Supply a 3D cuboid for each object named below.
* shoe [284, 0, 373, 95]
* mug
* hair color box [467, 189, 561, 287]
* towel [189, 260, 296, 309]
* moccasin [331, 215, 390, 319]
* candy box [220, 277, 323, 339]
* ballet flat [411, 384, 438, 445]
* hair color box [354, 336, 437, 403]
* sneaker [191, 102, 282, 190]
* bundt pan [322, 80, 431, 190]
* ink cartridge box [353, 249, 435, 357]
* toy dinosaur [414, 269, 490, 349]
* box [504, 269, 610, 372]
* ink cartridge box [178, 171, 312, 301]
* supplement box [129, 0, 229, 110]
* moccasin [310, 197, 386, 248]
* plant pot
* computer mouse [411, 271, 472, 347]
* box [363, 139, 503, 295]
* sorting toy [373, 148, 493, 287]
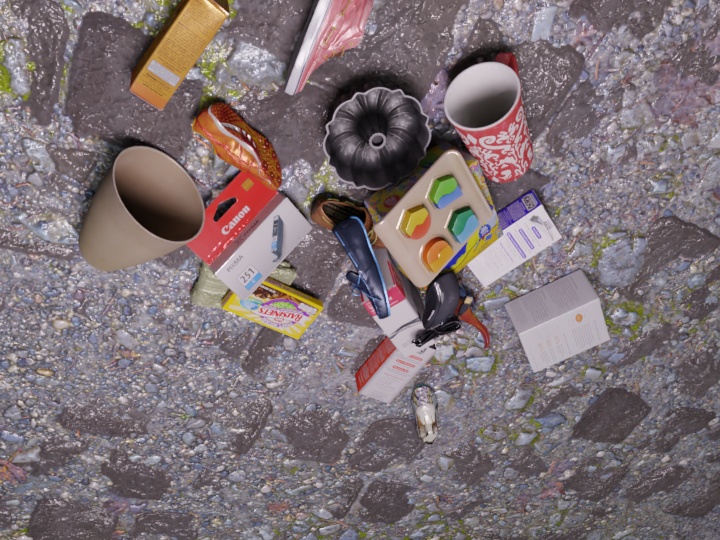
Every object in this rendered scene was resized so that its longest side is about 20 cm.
[{"bbox_3d":[-0.054,-0.370,1.161,0.089,0.072,0.202,18,118,-19],"label":"shoe"},{"bbox_3d":[0.255,-0.269,1.261,0.178,0.134,0.200,-45,146,0],"label":"mug"},{"bbox_3d":[0.313,-0.066,1.499,0.198,0.065,0.109,-33,128,16],"label":"hair color box"},{"bbox_3d":[-0.242,0.029,1.462,0.196,0.037,0.150,13,123,-22],"label":"towel"},{"bbox_3d":[0.000,0.000,1.341,0.067,0.080,0.204,-21,89,-6],"label":"moccasin"},{"bbox_3d":[-0.182,0.073,1.474,0.198,0.027,0.102,26,118,-34],"label":"candy box"},{"bbox_3d":[0.173,0.382,1.823,0.070,0.073,0.203,-12,130,-3],"label":"ballet flat"},{"bbox_3d":[0.082,0.221,1.676,0.100,0.062,0.201,23,121,-28],"label":"hair color box"},{"bbox_3d":[-0.215,-0.217,1.263,0.076,0.074,0.200,-20,130,33],"label":"sneaker"},{"bbox_3d":[0.024,-0.251,1.272,0.197,0.076,0.205,-7,130,-8],"label":"bundt pan"},{"bbox_3d":[0.071,0.064,1.492,0.083,0.146,0.201,-27,129,12],"label":"ink cartridge box"},{"bbox_3d":[0.215,0.059,1.528,0.105,0.200,0.181,-48,156,7],"label":"toy dinosaur"},{"bbox_3d":[0.461,0.119,1.653,0.197,0.107,0.153,-25,129,8],"label":"box"},{"bbox_3d":[-0.213,-0.071,1.335,0.200,0.045,0.176,-47,129,-6],"label":"ink cartridge box"},{"bbox_3d":[-0.288,-0.358,1.120,0.068,0.067,0.200,28,118,-31],"label":"supplement box"},{"bbox_3d":[0.000,-0.094,1.388,0.199,0.077,0.075,26,81,-24],"label":"moccasin"},{"bbox_3d":[-0.411,-0.087,1.255,0.198,0.190,0.186,-31,130,31],"label":"plant pot"},{"bbox_3d":[0.181,0.076,1.401,0.138,0.046,0.202,-21,143,-30],"label":"computer mouse"},{"bbox_3d":[0.143,-0.101,1.355,0.199,0.122,0.194,-38,130,-8],"label":"box"},{"bbox_3d":[0.138,-0.086,1.256,0.200,0.036,0.186,-44,130,-4],"label":"sorting toy"}]
